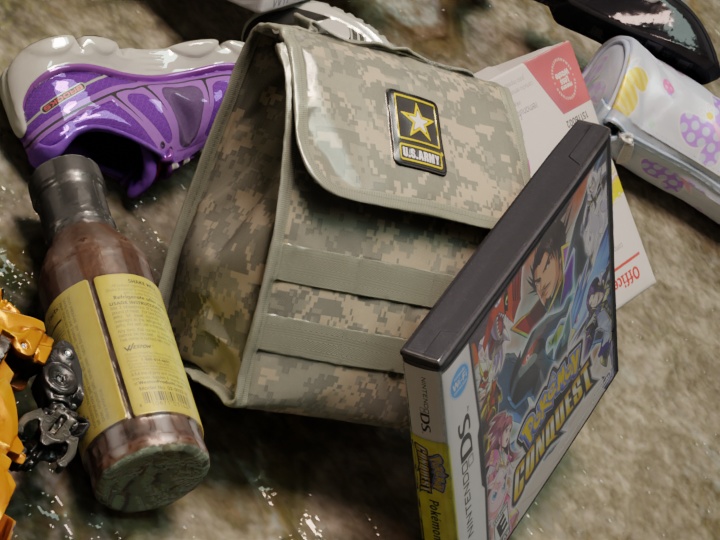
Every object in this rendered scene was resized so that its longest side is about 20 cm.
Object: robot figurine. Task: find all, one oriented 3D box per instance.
[{"bbox_3d":[-0.206,0.074,1.166,0.145,0.058,0.200,33,36,-12],"label":"robot figurine"}]

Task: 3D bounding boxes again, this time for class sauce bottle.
[{"bbox_3d":[-0.129,0.027,1.285,0.064,0.065,0.201,11,45,-36],"label":"sauce bottle"}]

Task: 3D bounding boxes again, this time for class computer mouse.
[{"bbox_3d":[0.165,-0.196,1.717,0.199,0.046,0.140,24,-10,7],"label":"computer mouse"}]

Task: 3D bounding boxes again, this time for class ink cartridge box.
[{"bbox_3d":[0.109,-0.024,1.502,0.116,0.067,0.201,-30,102,-53],"label":"ink cartridge box"}]

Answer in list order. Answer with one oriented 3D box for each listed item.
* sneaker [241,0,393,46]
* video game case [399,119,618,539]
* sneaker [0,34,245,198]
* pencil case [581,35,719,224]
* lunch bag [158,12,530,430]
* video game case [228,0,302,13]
[{"bbox_3d":[0.001,-0.084,1.522,0.200,0.076,0.088,42,34,1],"label":"sneaker"},{"bbox_3d":[0.085,0.049,1.340,0.025,0.182,0.200,17,47,25],"label":"video game case"},{"bbox_3d":[-0.115,-0.081,1.428,0.199,0.081,0.084,-3,70,-36],"label":"sneaker"},{"bbox_3d":[0.236,-0.084,1.739,0.199,0.083,0.091,28,17,-21],"label":"pencil case"},{"bbox_3d":[-0.003,-0.025,1.332,0.163,0.201,0.117,11,5,-37],"label":"lunch bag"},{"bbox_3d":[-0.061,-0.211,1.597,0.143,0.018,0.200,26,28,26],"label":"video game case"}]
